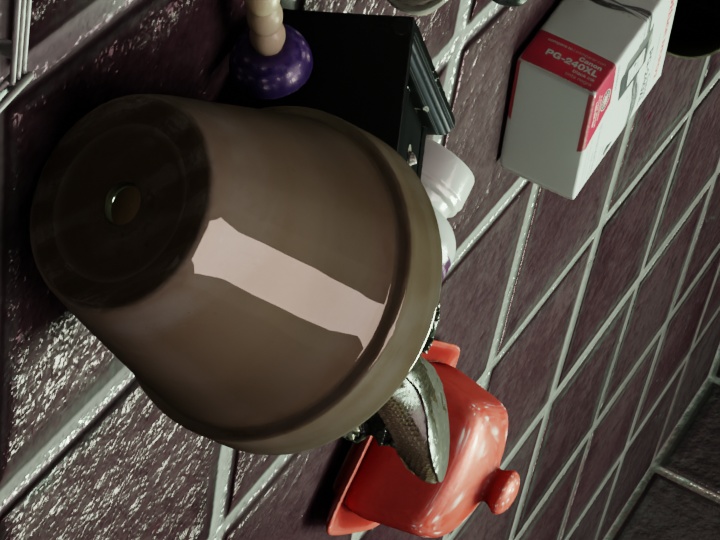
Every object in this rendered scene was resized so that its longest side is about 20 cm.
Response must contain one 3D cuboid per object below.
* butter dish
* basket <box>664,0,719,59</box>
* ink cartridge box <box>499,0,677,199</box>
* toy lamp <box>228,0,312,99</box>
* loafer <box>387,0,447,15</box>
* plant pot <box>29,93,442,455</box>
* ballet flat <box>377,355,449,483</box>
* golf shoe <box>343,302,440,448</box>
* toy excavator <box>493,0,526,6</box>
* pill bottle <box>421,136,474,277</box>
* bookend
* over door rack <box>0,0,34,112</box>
[{"bbox_3d":[0.079,0.178,1.863,0.200,0.147,0.200,-66,163,2],"label":"butter dish"},{"bbox_3d":[0.347,-0.311,1.999,0.200,0.135,0.181,-32,124,-69],"label":"basket"},{"bbox_3d":[0.216,-0.190,1.854,0.200,0.083,0.146,-52,159,-34],"label":"ink cartridge box"},{"bbox_3d":[-0.056,-0.173,1.106,0.058,0.058,0.200,-57,163,-22],"label":"toy lamp"},{"bbox_3d":[0.074,-0.263,1.356,0.063,0.072,0.201,22,91,-80],"label":"loafer"},{"bbox_3d":[-0.082,-0.013,1.081,0.173,0.200,0.201,28,88,-56],"label":"plant pot"},{"bbox_3d":[0.023,0.082,1.369,0.200,0.046,0.068,64,25,-51],"label":"ballet flat"},{"bbox_3d":[0.020,0.054,1.671,0.088,0.077,0.201,-75,-179,-52],"label":"golf shoe"},{"bbox_3d":[0.151,-0.319,1.461,0.194,0.201,0.100,-16,154,-3],"label":"toy excavator"},{"bbox_3d":[0.000,0.000,1.427,0.201,0.112,0.112,-60,163,-13],"label":"pill bottle"},{"bbox_3d":[-0.007,-0.037,1.274,0.199,0.092,0.201,56,40,-72],"label":"bookend"},{"bbox_3d":[-0.179,-0.097,0.798,0.200,0.066,0.148,-77,179,-52],"label":"over door rack"}]
